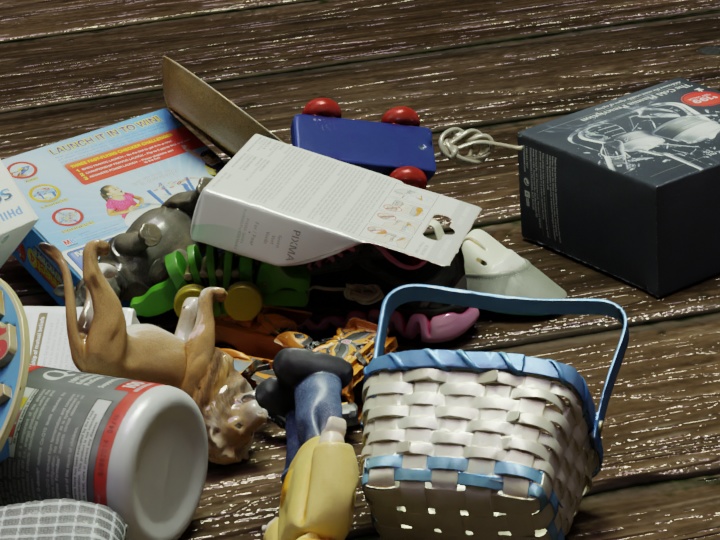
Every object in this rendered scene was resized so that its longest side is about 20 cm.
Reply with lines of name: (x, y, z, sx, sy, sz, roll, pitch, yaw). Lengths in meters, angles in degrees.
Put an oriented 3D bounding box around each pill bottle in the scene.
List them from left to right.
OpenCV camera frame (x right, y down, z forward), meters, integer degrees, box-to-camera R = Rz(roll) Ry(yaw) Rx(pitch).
pill bottle: (-0.216, 0.125, 1.565, 0.199, 0.116, 0.116, 7, 26, 27)

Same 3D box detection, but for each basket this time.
basket: (0.081, 0.096, 1.527, 0.176, 0.139, 0.201, 4, 56, 18)

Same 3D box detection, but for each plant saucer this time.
plant saucer: (-0.109, -0.120, 2.038, 0.035, 0.200, 0.200, -53, 34, -1)

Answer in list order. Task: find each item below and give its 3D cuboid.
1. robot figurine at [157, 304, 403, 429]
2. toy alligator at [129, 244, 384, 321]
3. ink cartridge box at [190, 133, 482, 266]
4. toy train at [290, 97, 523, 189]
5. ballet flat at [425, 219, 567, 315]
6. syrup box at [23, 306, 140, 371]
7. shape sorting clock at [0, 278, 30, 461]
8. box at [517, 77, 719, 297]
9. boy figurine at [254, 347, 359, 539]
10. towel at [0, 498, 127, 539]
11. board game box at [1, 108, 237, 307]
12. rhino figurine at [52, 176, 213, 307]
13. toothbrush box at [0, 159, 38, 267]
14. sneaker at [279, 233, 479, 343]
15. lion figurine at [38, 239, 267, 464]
robot figurine: (-0.060, 0.070, 1.734, 0.199, 0.058, 0.145, 8, 27, 27)
toy alligator: (-0.083, 0.003, 1.752, 0.199, 0.054, 0.059, -4, 23, 4)
ink cartridge box: (-0.017, -0.039, 1.771, 0.199, 0.050, 0.161, 20, 22, 6)
toy train: (0.030, -0.075, 1.943, 0.199, 0.116, 0.085, 5, 51, -13)
ballet flat: (0.077, -0.007, 1.881, 0.199, 0.064, 0.067, 9, 24, 28)
syrup box: (-0.263, 0.077, 1.696, 0.199, 0.079, 0.082, 1, 61, 12)
shape sorting clock: (-0.302, 0.088, 1.536, 0.199, 0.039, 0.201, -18, 54, 26)
box: (0.270, -0.077, 1.959, 0.199, 0.105, 0.182, -20, 30, -31)
boy figurine: (-0.039, 0.154, 1.487, 0.064, 0.124, 0.201, 16, 49, -16)
towel: (-0.248, 0.214, 1.409, 0.199, 0.086, 0.166, -5, 23, 0)
board game box: (-0.203, -0.048, 1.968, 0.199, 0.056, 0.196, -20, 43, -29)
rhino figurine: (-0.176, -0.008, 1.818, 0.200, 0.060, 0.087, -39, 8, -38)
toothbrush box: (-0.366, -0.003, 1.787, 0.146, 0.085, 0.200, -27, -11, -40)
sneaker: (0.000, 0.000, 1.842, 0.199, 0.096, 0.079, 4, 27, 20)
lion figurine: (-0.154, 0.061, 1.622, 0.199, 0.123, 0.072, 20, -22, -30)
